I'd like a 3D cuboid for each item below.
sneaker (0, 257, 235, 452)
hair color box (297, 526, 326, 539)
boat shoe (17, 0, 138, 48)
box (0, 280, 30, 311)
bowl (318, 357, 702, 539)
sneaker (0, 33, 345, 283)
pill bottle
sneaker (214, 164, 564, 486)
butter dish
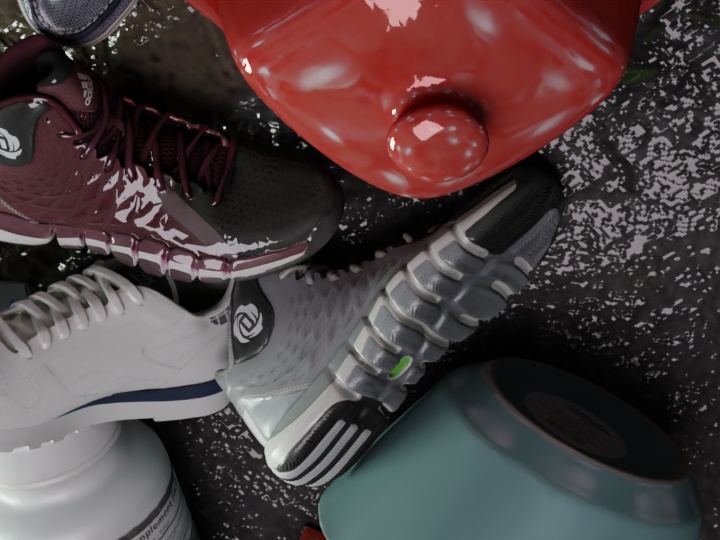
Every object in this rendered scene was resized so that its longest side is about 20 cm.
[{"bbox_3d":[-0.144,0.034,1.455,0.076,0.199,0.081,47,134,35],"label":"sneaker"},{"bbox_3d":[0.039,0.228,1.607,0.199,0.061,0.102,23,127,-6],"label":"hair color box"},{"bbox_3d":[-0.123,-0.168,1.334,0.074,0.093,0.200,20,127,-2],"label":"boat shoe"},{"bbox_3d":[-0.282,0.045,1.478,0.155,0.200,0.041,-24,76,26],"label":"box"},{"bbox_3d":[0.090,0.117,1.451,0.200,0.201,0.105,26,108,-6],"label":"bowl"},{"bbox_3d":[-0.111,-0.058,1.407,0.199,0.076,0.116,4,143,10],"label":"sneaker"},{"bbox_3d":[-0.143,0.146,1.558,0.110,0.111,0.201,-7,124,17],"label":"pill bottle"},{"bbox_3d":[0.000,0.000,1.444,0.200,0.116,0.075,-46,148,5],"label":"sneaker"},{"bbox_3d":[0.031,-0.103,1.293,0.200,0.148,0.199,-31,134,29],"label":"butter dish"}]
